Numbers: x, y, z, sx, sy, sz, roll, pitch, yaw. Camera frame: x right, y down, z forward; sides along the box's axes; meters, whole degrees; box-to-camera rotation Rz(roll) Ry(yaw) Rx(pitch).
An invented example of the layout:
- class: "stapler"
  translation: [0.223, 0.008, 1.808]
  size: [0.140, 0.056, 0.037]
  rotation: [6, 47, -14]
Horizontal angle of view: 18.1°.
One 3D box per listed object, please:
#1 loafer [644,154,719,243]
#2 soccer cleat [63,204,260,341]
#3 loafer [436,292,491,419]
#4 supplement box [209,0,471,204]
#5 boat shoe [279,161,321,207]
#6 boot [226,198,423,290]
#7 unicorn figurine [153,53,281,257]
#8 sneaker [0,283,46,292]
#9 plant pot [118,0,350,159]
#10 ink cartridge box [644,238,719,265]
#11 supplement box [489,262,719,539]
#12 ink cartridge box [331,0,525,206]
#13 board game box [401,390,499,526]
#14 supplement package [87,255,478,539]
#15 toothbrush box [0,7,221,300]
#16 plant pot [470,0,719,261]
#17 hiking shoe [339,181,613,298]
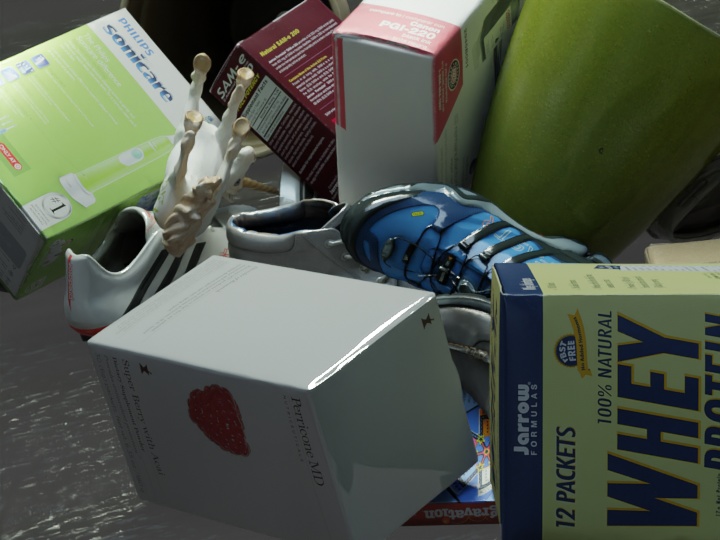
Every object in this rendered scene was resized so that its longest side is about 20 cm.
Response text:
- class: "loafer"
  translation: [0.299, -0.065, 1.676]
  size: [0.199, 0.070, 0.070]
  rotation: [-22, 34, -10]
- class: "soccer cleat"
  translation: [-0.143, -0.016, 1.669]
  size: [0.068, 0.086, 0.200]
  rotation: [15, 35, 38]
- class: "loafer"
  translation: [0.088, 0.060, 1.436]
  size: [0.199, 0.073, 0.073]
  rotation: [-3, 58, 35]
- class: "supplement box"
  translation: [-0.005, -0.107, 1.720]
  size: [0.200, 0.061, 0.109]
  rotation: [44, 43, 7]
- class: "boat shoe"
  translation: [-0.016, -0.079, 1.775]
  size: [0.063, 0.071, 0.200]
  rotation: [3, 30, 14]
- class: "boot"
  translation: [0.000, 0.000, 1.587]
  size: [0.198, 0.096, 0.074]
  rotation: [-1, 27, 12]
- class: "unicorn figurine"
  translation: [-0.109, -0.079, 1.620]
  size: [0.073, 0.138, 0.200]
  rotation: [25, 36, 8]
- class: "sneaker"
  translation: [-0.225, -0.056, 1.768]
  size: [0.071, 0.083, 0.200]
  rotation: [8, 31, 33]
- class: "plant pot"
  translation: [-0.087, -0.204, 1.942]
  size: [0.198, 0.202, 0.173]
  rotation: [0, 11, 15]
- class: "ink cartridge box"
  translation: [0.289, 0.041, 1.454]
  size: [0.198, 0.076, 0.165]
  rotation: [-5, 25, 6]
- class: "supplement box"
  translation: [0.174, 0.069, 1.274]
  size: [0.198, 0.135, 0.200]
  rotation: [0, 4, 2]
- class: "ink cartridge box"
  translation: [0.060, -0.149, 1.636]
  size: [0.084, 0.146, 0.200]
  rotation: [13, 39, 20]
- class: "board game box"
  translation: [0.061, 0.101, 1.457]
  size: [0.102, 0.020, 0.200]
  rotation: [-4, 27, 10]
- class: "supplement package"
  translation: [-0.048, 0.079, 1.386]
  size: [0.199, 0.122, 0.120]
  rotation: [8, 33, 44]
- class: "toothbrush box"
  translation: [-0.216, -0.090, 1.700]
  size: [0.200, 0.086, 0.146]
  rotation: [-31, 75, -39]
- class: "plant pot"
  translation: [0.163, -0.093, 1.604]
  size: [0.186, 0.201, 0.187]
  rotation: [29, 3, -2]
- class: "hiking shoe"
  translation: [0.083, -0.003, 1.516]
  size: [0.199, 0.075, 0.087]
  rotation: [15, 24, -5]
